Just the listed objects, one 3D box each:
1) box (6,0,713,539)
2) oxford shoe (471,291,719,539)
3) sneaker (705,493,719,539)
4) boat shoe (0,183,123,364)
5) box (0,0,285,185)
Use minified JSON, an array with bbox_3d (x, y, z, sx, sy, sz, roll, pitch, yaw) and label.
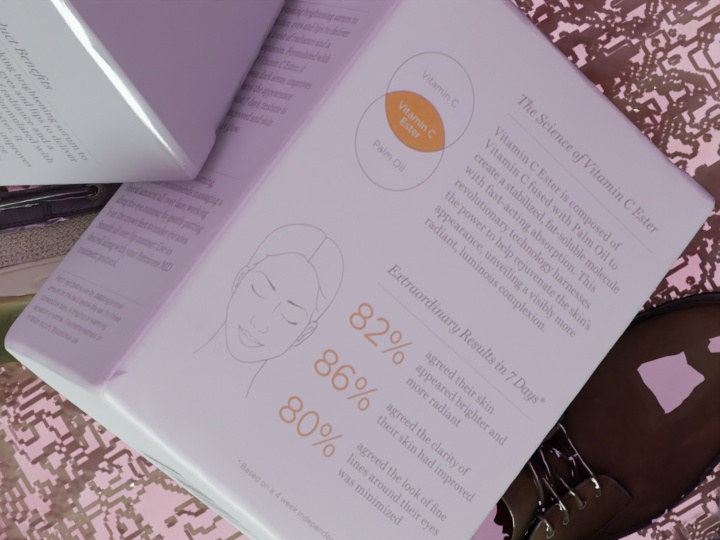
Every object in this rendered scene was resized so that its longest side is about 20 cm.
[{"bbox_3d":[0.000,0.000,1.006,0.152,0.106,0.200,42,79,-24],"label":"box"},{"bbox_3d":[0.079,0.080,1.067,0.200,0.084,0.073,-38,85,4],"label":"oxford shoe"},{"bbox_3d":[0.211,0.080,1.044,0.115,0.075,0.200,37,99,-13],"label":"sneaker"},{"bbox_3d":[-0.167,0.001,1.105,0.200,0.072,0.066,-7,61,19],"label":"boat shoe"},{"bbox_3d":[-0.130,-0.120,1.003,0.200,0.106,0.152,-1,50,37],"label":"box"}]
